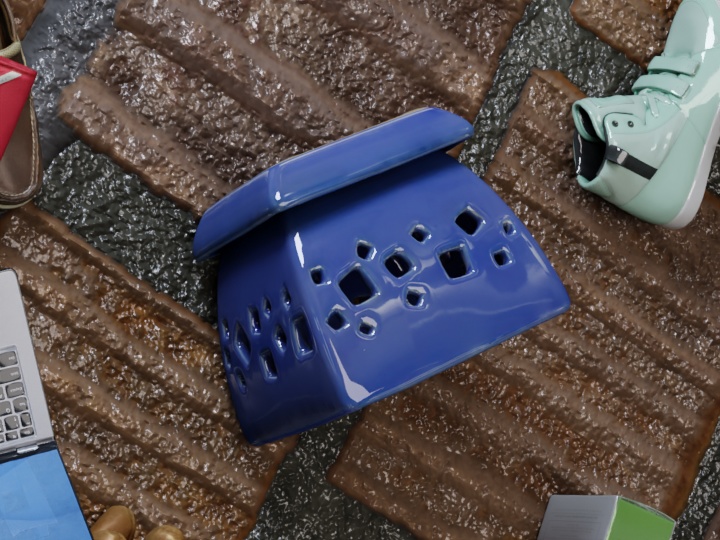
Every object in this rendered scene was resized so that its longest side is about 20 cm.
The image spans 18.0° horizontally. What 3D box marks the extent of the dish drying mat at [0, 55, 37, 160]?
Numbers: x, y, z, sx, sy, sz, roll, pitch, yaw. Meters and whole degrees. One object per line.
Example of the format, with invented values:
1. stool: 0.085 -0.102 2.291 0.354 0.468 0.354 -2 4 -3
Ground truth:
1. dish drying mat: -0.296 -0.060 1.569 0.077 0.018 0.200 21 99 -24

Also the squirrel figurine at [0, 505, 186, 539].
1. squirrel figurine: -0.155 0.273 1.548 0.141 0.186 0.200 9 96 -59

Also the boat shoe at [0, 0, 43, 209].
1. boat shoe: -0.269 -0.142 1.598 0.075 0.075 0.203 -21 95 -26

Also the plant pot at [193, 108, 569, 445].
1. plant pot: 0.000 0.000 1.649 0.200 0.200 0.180 -23 89 -26

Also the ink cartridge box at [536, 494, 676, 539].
1. ink cartridge box: 0.166 0.276 1.762 0.059 0.104 0.200 25 75 -21

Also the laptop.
1. laptop: -0.295 0.114 1.524 0.187 0.116 0.200 -13 92 -15

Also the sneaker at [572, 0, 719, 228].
1. sneaker: 0.236 -0.145 1.836 0.118 0.074 0.201 18 81 -30
